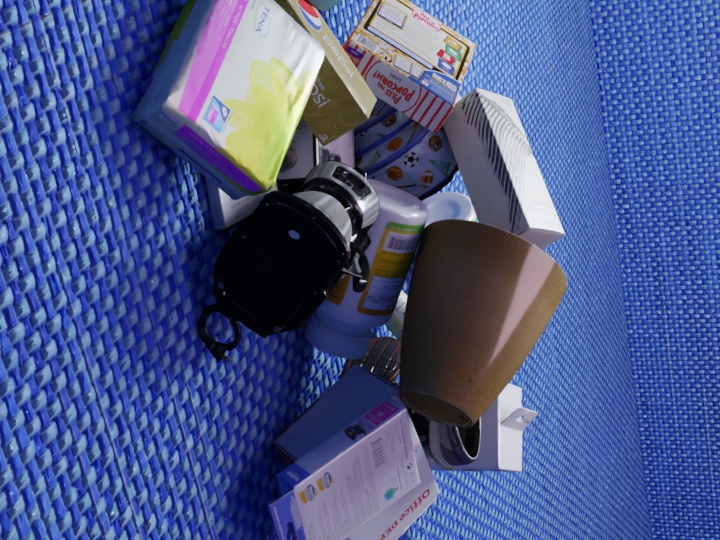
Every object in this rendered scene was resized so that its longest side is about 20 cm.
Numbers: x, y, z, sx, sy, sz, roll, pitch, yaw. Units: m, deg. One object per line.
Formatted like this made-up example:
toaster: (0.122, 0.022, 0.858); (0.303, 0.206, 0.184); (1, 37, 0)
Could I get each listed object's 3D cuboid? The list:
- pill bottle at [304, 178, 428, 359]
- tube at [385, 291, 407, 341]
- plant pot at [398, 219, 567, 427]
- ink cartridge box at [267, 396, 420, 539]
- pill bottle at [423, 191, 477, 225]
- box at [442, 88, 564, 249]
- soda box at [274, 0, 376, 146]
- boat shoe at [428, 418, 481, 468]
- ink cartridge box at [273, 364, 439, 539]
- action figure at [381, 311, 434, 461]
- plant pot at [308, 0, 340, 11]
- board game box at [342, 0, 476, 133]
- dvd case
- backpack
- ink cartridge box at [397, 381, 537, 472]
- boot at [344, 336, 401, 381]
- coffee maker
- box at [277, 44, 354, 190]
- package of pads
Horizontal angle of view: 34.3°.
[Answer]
pill bottle: (0.000, 0.000, 1.411); (0.111, 0.111, 0.201); (-27, 139, -65)
tube: (0.100, 0.111, 1.638); (0.200, 0.058, 0.052); (46, 49, 8)
plant pot: (0.121, 0.073, 1.366); (0.201, 0.185, 0.187); (-65, 148, -21)
ink cartridge box: (-0.022, 0.242, 1.307); (0.199, 0.042, 0.120); (-33, 129, -30)
pill bottle: (0.148, -0.013, 1.834); (0.113, 0.112, 0.201); (-69, 148, -44)
box: (0.172, -0.118, 1.432); (0.082, 0.068, 0.201); (5, 58, -46)
soda box: (-0.066, -0.244, 1.303); (0.200, 0.067, 0.064); (54, 25, -19)
boat shoe: (0.124, 0.145, 1.460); (0.072, 0.065, 0.202); (12, 75, -40)
ink cartridge box: (-0.001, 0.240, 1.414); (0.146, 0.083, 0.201); (-41, 133, -23)
action figure: (0.087, 0.152, 1.507); (0.200, 0.104, 0.195); (52, 39, -66)
plant pot: (-0.036, -0.414, 1.307); (0.200, 0.134, 0.201); (52, 20, -27)
board game box: (0.060, -0.270, 1.463); (0.046, 0.151, 0.200); (-54, -173, 35)
dvd case: (-0.138, -0.157, 1.279); (0.143, 0.017, 0.201); (-38, 122, -62)
backpack: (0.053, -0.162, 1.528); (0.154, 0.199, 0.191); (44, 33, -23)
ink cartridge box: (0.149, 0.228, 1.696); (0.128, 0.199, 0.126); (23, 66, -65)
boot: (0.010, 0.175, 1.565); (0.200, 0.074, 0.097); (-59, 158, -53)
coffee maker: (-0.079, -0.021, 1.261); (0.135, 0.191, 0.200); (60, 19, -7)
box: (-0.056, -0.178, 1.424); (0.117, 0.060, 0.202); (6, 82, -67)
package of pads: (-0.125, -0.189, 1.176); (0.154, 0.068, 0.201); (39, 56, -34)
